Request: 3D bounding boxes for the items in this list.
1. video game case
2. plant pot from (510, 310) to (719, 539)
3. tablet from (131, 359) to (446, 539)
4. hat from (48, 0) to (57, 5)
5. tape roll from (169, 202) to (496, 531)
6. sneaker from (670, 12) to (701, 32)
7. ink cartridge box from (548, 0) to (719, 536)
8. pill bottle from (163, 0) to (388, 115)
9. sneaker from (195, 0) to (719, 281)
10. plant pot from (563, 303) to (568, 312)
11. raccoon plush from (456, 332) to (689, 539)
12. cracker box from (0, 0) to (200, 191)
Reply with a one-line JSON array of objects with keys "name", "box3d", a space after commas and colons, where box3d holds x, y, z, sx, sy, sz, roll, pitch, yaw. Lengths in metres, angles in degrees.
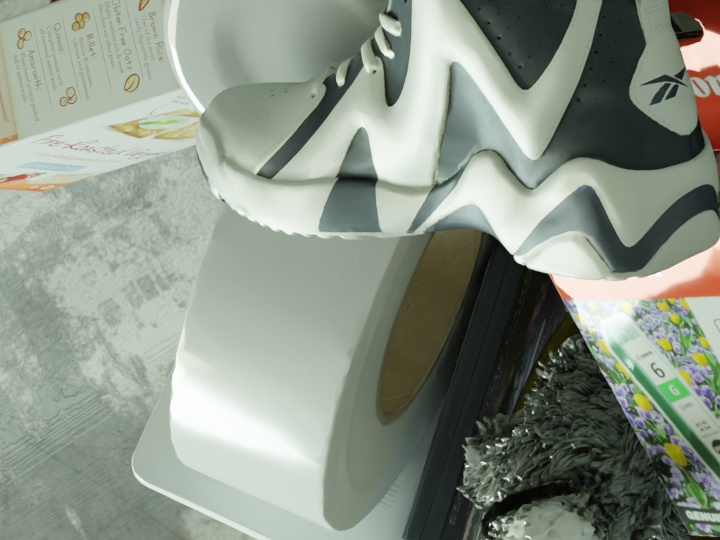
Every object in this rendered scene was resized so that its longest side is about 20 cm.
[{"name": "video game case", "box3d": [0.059, 0.069, 1.277, 0.019, 0.144, 0.200, 16, 169, 13]}, {"name": "plant pot", "box3d": [0.171, 0.097, 1.207, 0.142, 0.200, 0.200, 27, -160, -32]}, {"name": "tablet", "box3d": [-0.008, 0.034, 1.269, 0.130, 0.201, 0.014, 26, 149, -4]}, {"name": "hat", "box3d": [-0.066, -0.217, 1.272, 0.200, 0.165, 0.177, 143, 114, -66]}, {"name": "tape roll", "box3d": [0.000, 0.000, 1.159, 0.071, 0.203, 0.202, 22, 174, 14]}, {"name": "sneaker", "box3d": [0.128, -0.002, 1.057, 0.200, 0.106, 0.075, 58, -176, 31]}, {"name": "ink cartridge box", "box3d": [0.120, 0.001, 0.962, 0.109, 0.050, 0.200, -2, 126, 48]}, {"name": "pill bottle", "box3d": [0.008, -0.132, 1.073, 0.111, 0.111, 0.200, 55, -146, -23]}, {"name": "sneaker", "box3d": [0.024, -0.076, 0.927, 0.199, 0.079, 0.130, 15, 116, 44]}, {"name": "plant pot", "box3d": [0.090, -0.043, 1.468, 0.199, 0.200, 0.200, 63, -177, -7]}, {"name": "raccoon plush", "box3d": [0.112, 0.052, 1.073, 0.096, 0.134, 0.200, 29, -175, -8]}, {"name": "cracker box", "box3d": [-0.092, -0.086, 1.249, 0.134, 0.199, 0.058, 0, -106, -66]}]
